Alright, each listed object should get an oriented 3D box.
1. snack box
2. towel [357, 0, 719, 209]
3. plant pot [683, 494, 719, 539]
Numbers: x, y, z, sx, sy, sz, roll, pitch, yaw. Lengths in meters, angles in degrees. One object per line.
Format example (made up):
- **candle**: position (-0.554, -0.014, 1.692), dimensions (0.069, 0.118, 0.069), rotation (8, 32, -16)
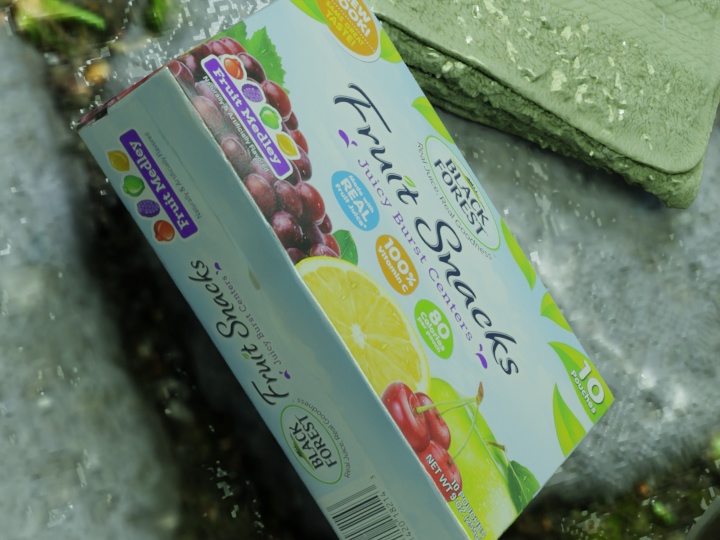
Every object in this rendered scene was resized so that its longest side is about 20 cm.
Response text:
- **snack box**: position (0.000, 0.000, 0.920), dimensions (0.200, 0.053, 0.142), rotation (58, 31, -5)
- **towel**: position (0.074, -0.123, 1.040), dimensions (0.200, 0.036, 0.148), rotation (23, 64, -25)
- **plant pot**: position (0.212, 0.190, 0.914), dimensions (0.183, 0.200, 0.200), rotation (16, 67, -16)
